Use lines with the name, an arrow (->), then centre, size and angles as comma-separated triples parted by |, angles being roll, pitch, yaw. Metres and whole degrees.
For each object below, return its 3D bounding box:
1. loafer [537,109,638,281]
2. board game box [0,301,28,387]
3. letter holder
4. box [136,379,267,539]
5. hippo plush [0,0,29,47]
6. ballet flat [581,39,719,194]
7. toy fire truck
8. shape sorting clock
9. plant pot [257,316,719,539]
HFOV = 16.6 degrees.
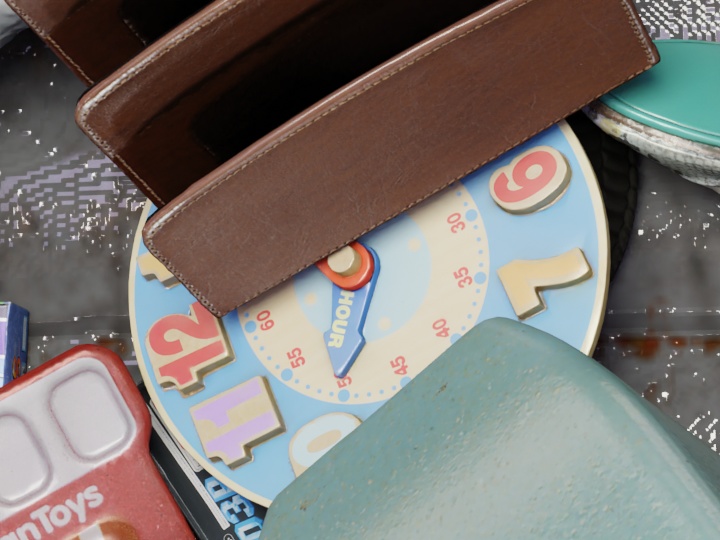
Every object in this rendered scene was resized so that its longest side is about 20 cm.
loafer -> 0.064, -0.080, 1.026 | 0.071, 0.073, 0.201 | -12, 79, 31
board game box -> -0.245, 0.079, 1.055 | 0.199, 0.034, 0.136 | 2, 83, 7
letter holder -> -0.012, -0.095, 0.914 | 0.200, 0.142, 0.101 | -30, 60, 6
box -> 0.018, 0.089, 1.004 | 0.159, 0.046, 0.200 | -37, 73, 2
hippo plush -> -0.203, -0.155, 1.005 | 0.161, 0.160, 0.200 | 37, 128, -17
ballet flat -> 0.185, -0.051, 0.998 | 0.199, 0.072, 0.072 | 1, 83, -1
toy fire truck -> -0.151, 0.141, 0.970 | 0.199, 0.112, 0.168 | -28, 94, -7
shape sorting clock -> 0.000, 0.000, 0.974 | 0.199, 0.039, 0.201 | -5, 76, 21
plant pot -> 0.072, 0.136, 0.852 | 0.196, 0.196, 0.200 | -41, 48, 12
